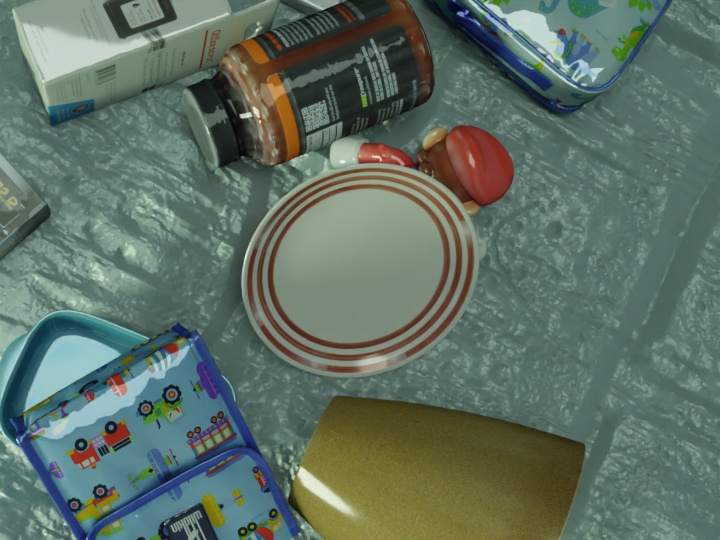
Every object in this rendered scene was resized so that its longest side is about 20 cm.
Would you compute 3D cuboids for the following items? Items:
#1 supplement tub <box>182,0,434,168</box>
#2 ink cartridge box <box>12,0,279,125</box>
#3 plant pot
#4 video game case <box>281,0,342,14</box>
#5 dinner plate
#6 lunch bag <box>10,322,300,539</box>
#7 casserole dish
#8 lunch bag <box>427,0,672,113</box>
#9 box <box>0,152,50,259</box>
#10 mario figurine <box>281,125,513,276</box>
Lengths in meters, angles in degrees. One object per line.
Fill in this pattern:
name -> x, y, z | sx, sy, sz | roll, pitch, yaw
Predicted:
supplement tub -> -0.045, -0.155, 1.006 | 0.198, 0.107, 0.108 | -23, 87, -14
ink cartridge box -> -0.173, -0.197, 0.981 | 0.198, 0.116, 0.067 | -23, 86, -15
plant pot -> 0.051, 0.181, 0.951 | 0.198, 0.187, 0.188 | 24, 77, 6
video game case -> -0.080, -0.342, 1.069 | 0.198, 0.024, 0.184 | 24, 77, -7
dinner plate -> 0.000, 0.000, 0.988 | 0.198, 0.024, 0.202 | -7, 121, -11
lunch bag -> -0.150, 0.166, 0.919 | 0.150, 0.094, 0.201 | -30, 101, -15
casserole dish -> -0.194, 0.112, 0.970 | 0.198, 0.039, 0.122 | 24, 78, -7
lunch bag -> 0.164, -0.251, 1.076 | 0.199, 0.082, 0.161 | 38, 75, -4
box -> -0.372, -0.070, 0.955 | 0.158, 0.048, 0.200 | -44, 92, -15
mario figurine -> 0.037, -0.058, 1.038 | 0.198, 0.106, 0.124 | -20, 122, -4
